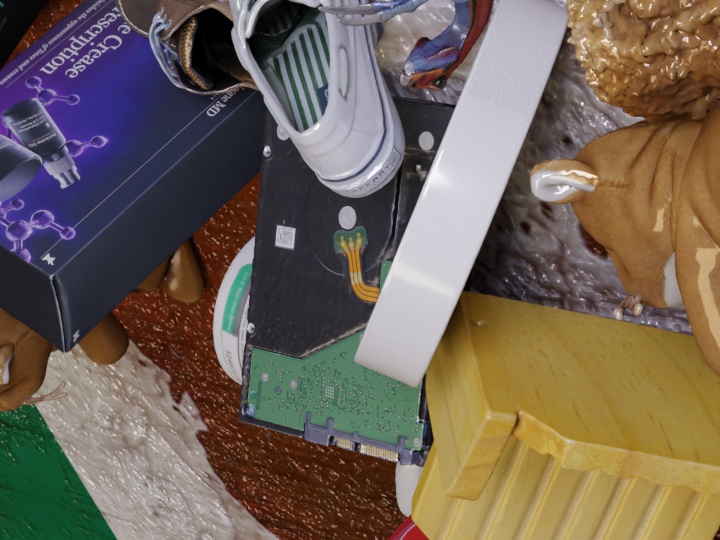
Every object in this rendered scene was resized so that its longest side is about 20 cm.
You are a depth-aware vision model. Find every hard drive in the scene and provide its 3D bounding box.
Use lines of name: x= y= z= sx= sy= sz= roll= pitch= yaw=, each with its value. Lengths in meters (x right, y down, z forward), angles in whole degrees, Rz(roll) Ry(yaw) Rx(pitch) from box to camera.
hard drive: x=0.000 y=0.000 z=1.210 sx=0.139 sy=0.038 sz=0.202 roll=10 pitch=98 yaw=38

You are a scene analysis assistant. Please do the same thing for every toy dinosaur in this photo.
toy dinosaur: x=0.049 y=-0.153 z=1.034 sx=0.198 sy=0.106 sz=0.182 roll=8 pitch=156 yaw=31

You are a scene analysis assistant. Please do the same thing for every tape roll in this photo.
tape roll: x=0.050 y=-0.041 z=1.049 sx=0.037 sy=0.204 sz=0.203 roll=22 pitch=148 yaw=2

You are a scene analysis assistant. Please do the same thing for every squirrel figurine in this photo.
squirrel figurine: x=0.159 y=-0.056 z=0.906 sx=0.186 sy=0.141 sz=0.202 roll=16 pitch=127 yaw=58
squirrel figurine: x=-0.228 y=-0.005 z=1.464 sx=0.141 sy=0.187 sz=0.201 roll=27 pitch=146 yaw=30

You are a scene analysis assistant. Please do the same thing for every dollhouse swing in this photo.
dollhouse swing: x=0.128 y=0.125 z=1.096 sx=0.198 sy=0.182 sz=0.177 roll=12 pitch=115 yaw=-9

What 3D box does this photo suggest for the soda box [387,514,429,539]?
soda box: x=0.071 y=0.166 z=1.277 sx=0.063 sy=0.200 sz=0.070 roll=15 pitch=139 yaw=44

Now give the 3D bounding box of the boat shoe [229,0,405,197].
boat shoe: x=-0.031 y=-0.128 z=1.101 sx=0.067 sy=0.073 sz=0.201 roll=41 pitch=-163 yaw=-49

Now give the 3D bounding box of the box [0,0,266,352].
box: x=-0.165 y=-0.067 z=1.293 sx=0.141 sy=0.200 sz=0.079 roll=32 pitch=148 yaw=21

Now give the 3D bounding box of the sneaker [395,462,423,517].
sneaker: x=0.082 y=0.159 z=1.407 sx=0.088 sy=0.076 sz=0.201 roll=12 pitch=144 yaw=26

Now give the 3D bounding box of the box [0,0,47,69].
box: x=-0.302 y=-0.180 z=1.302 sx=0.148 sy=0.200 sz=0.125 roll=41 pitch=111 yaw=7

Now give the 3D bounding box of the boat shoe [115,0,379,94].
boat shoe: x=-0.083 y=-0.143 z=1.223 sx=0.199 sy=0.072 sz=0.073 roll=13 pitch=138 yaw=44

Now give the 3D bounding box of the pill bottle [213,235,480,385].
pill bottle: x=0.015 y=0.050 z=1.296 sx=0.199 sy=0.113 sz=0.114 roll=23 pitch=144 yaw=36
